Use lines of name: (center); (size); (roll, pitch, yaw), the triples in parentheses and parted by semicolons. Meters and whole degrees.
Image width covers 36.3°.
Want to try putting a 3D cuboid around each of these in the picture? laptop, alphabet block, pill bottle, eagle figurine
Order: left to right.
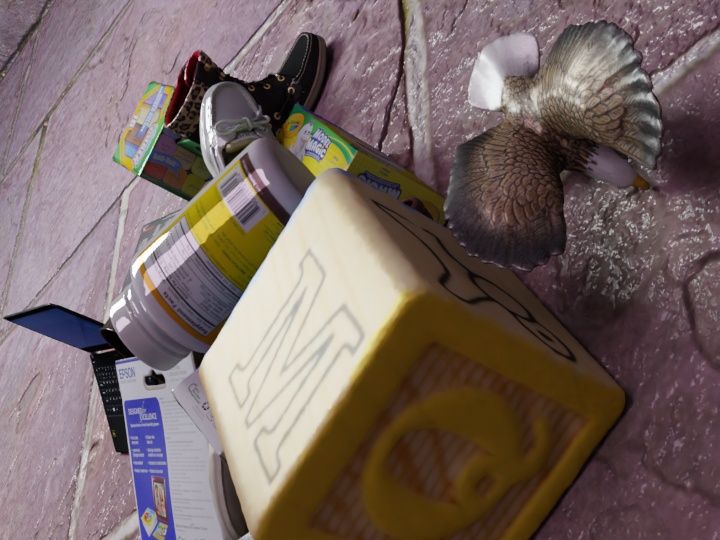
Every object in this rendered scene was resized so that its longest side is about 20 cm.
laptop: (-0.316, 0.131, 1.277); (0.176, 0.102, 0.203); (-11, 94, 55)
pill bottle: (-0.117, -0.008, 0.922); (0.199, 0.109, 0.110); (-41, 34, 14)
alphabet block: (0.025, 0.080, 0.763); (0.198, 0.193, 0.200); (-58, 28, 14)
eagle figurine: (0.137, -0.092, 0.762); (0.148, 0.200, 0.155); (-1, 99, 17)

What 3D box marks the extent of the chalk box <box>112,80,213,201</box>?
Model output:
chalk box: (-0.225, -0.159, 1.432); (0.125, 0.123, 0.200); (-62, 28, 1)

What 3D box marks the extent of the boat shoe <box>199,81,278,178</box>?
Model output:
boat shoe: (-0.100, -0.091, 1.023); (0.065, 0.073, 0.205); (131, 129, -60)

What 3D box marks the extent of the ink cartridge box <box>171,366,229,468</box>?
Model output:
ink cartridge box: (-0.055, 0.069, 0.910); (0.199, 0.037, 0.095); (-41, 44, -9)

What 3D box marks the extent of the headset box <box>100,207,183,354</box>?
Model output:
headset box: (-0.239, 0.036, 1.349); (0.148, 0.074, 0.203); (-15, 55, 54)

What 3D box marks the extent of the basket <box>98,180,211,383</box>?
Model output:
basket: (-0.164, 0.019, 1.174); (0.134, 0.181, 0.202); (17, 69, 28)

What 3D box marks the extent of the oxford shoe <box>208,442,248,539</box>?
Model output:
oxford shoe: (-0.098, 0.137, 0.967); (0.057, 0.075, 0.204); (-2, 77, 12)

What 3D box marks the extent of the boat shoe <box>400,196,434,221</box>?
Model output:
boat shoe: (-0.025, 0.012, 0.871); (0.198, 0.071, 0.071); (-32, 31, -3)

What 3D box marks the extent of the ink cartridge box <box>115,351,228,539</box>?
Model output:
ink cartridge box: (-0.174, 0.180, 1.075); (0.197, 0.046, 0.204); (-13, 83, 56)

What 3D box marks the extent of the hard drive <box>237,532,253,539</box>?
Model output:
hard drive: (-0.095, 0.310, 0.841); (0.139, 0.033, 0.202); (-39, 38, 30)

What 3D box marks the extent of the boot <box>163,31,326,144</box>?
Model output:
boot: (-0.134, -0.216, 1.298); (0.073, 0.149, 0.203); (19, 83, 61)

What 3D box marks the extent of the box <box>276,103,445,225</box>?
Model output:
box: (0.004, -0.087, 1.004); (0.049, 0.116, 0.200); (-58, 30, 10)
